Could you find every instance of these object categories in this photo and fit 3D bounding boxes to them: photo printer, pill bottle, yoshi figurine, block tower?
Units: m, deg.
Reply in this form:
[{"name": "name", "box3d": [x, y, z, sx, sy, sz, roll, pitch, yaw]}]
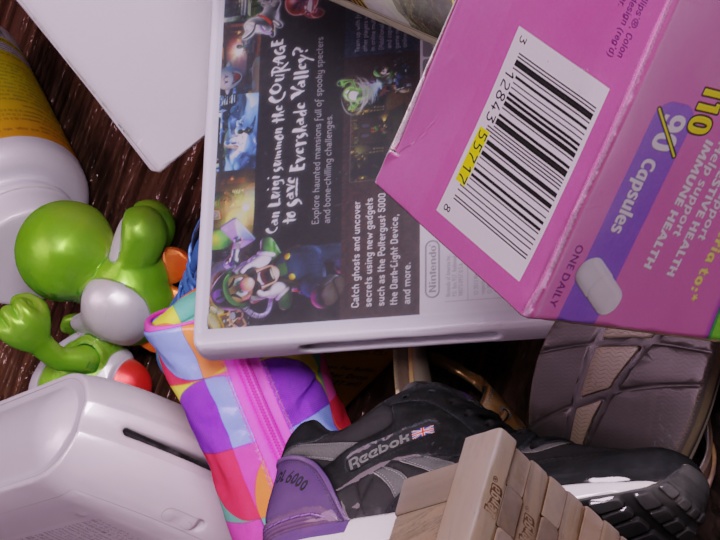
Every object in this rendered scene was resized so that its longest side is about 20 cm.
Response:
[{"name": "photo printer", "box3d": [-0.128, 0.121, 0.984, 0.200, 0.166, 0.070, -22, 47, 49]}, {"name": "pill bottle", "box3d": [-0.245, -0.071, 1.211, 0.109, 0.109, 0.200, -59, 43, 27]}, {"name": "yoshi figurine", "box3d": [-0.177, 0.042, 1.110, 0.112, 0.112, 0.201, 41, 113, 55]}, {"name": "block tower", "box3d": [0.088, 0.138, 0.678, 0.058, 0.200, 0.054, -22, 37, 39]}]

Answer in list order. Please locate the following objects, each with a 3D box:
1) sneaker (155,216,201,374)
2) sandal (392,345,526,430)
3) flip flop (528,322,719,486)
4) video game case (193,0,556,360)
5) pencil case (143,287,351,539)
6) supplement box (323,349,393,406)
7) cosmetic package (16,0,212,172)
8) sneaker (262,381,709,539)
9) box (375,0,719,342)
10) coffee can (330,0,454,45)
[{"name": "sneaker", "box3d": [-0.073, -0.003, 1.004, 0.200, 0.078, 0.066, -44, 53, 40]}, {"name": "sandal", "box3d": [0.052, 0.093, 0.832, 0.080, 0.054, 0.201, 73, -175, -54]}, {"name": "flip flop", "box3d": [0.114, 0.087, 0.769, 0.081, 0.057, 0.201, 23, 117, 41]}, {"name": "video game case", "box3d": [0.018, -0.061, 0.831, 0.181, 0.023, 0.201, -4, 66, 12]}, {"name": "pencil case", "box3d": [-0.031, 0.098, 0.872, 0.088, 0.088, 0.201, -18, 97, 49]}, {"name": "supplement box", "box3d": [0.000, 0.000, 0.918, 0.200, 0.066, 0.069, -49, 48, 36]}, {"name": "cosmetic package", "box3d": [-0.137, -0.188, 0.966, 0.123, 0.200, 0.199, -37, 29, -1]}, {"name": "sneaker", "box3d": [0.042, 0.078, 0.745, 0.199, 0.076, 0.088, -14, 56, 31]}, {"name": "box", "box3d": [0.136, -0.072, 0.645, 0.097, 0.199, 0.176, 44, 117, 45]}, {"name": "coffee can", "box3d": [0.048, -0.161, 0.747, 0.200, 0.146, 0.147, 29, 107, 39]}]
